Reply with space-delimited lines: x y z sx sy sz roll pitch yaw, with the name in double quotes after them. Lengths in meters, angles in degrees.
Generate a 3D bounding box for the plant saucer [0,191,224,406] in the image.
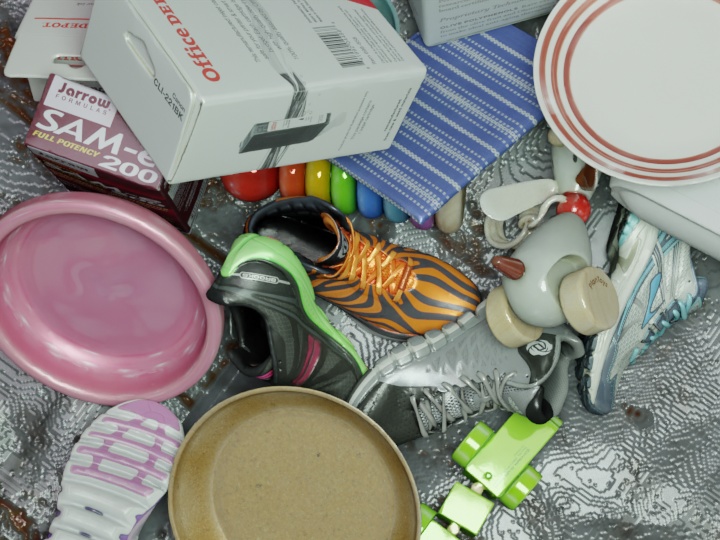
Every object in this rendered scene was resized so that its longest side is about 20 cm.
-0.200 0.016 1.378 0.200 0.201 0.051 14 39 3 "plant saucer"

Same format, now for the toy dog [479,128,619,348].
0.136 -0.035 1.339 0.132 0.096 0.200 -33 39 22 "toy dog"

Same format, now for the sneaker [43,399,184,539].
-0.203 0.196 1.386 0.080 0.088 0.200 24 71 2 "sneaker"

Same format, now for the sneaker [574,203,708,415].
0.230 0.024 1.400 0.086 0.078 0.200 19 84 0 "sneaker"

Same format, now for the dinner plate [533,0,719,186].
0.231 -0.150 1.329 0.200 0.024 0.200 -3 65 6 "dinner plate"

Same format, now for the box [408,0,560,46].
0.113 -0.318 1.378 0.200 0.171 0.199 -16 69 -1 "box"

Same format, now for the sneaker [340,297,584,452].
0.086 0.094 1.359 0.200 0.075 0.115 -35 42 -12 "sneaker"

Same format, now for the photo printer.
0.302 -0.083 1.347 0.200 0.069 0.166 29 79 18 "photo printer"

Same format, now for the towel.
0.067 -0.129 1.394 0.200 0.024 0.145 -41 55 -21 "towel"

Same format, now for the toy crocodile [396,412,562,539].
0.085 0.185 1.395 0.068 0.062 0.200 36 80 6 "toy crocodile"

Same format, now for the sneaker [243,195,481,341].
0.000 0.000 1.387 0.200 0.112 0.078 16 79 2 "sneaker"

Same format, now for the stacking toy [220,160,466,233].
-0.015 -0.078 1.418 0.200 0.085 0.085 4 83 5 "stacking toy"

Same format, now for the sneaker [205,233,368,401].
-0.059 0.061 1.365 0.084 0.077 0.200 -47 124 -22 "sneaker"

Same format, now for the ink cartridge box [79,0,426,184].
-0.078 -0.150 1.267 0.200 0.084 0.144 -12 53 -37 "ink cartridge box"

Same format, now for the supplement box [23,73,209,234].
-0.181 -0.086 1.359 0.109 0.200 0.061 19 82 4 "supplement box"

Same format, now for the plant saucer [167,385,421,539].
-0.048 0.180 1.358 0.200 0.035 0.200 3 104 12 "plant saucer"

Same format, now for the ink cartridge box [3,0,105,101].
-0.193 -0.191 1.382 0.116 0.068 0.200 3 46 11 "ink cartridge box"

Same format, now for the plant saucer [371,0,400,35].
-0.064 -0.168 1.414 0.200 0.036 0.200 -6 49 7 "plant saucer"
